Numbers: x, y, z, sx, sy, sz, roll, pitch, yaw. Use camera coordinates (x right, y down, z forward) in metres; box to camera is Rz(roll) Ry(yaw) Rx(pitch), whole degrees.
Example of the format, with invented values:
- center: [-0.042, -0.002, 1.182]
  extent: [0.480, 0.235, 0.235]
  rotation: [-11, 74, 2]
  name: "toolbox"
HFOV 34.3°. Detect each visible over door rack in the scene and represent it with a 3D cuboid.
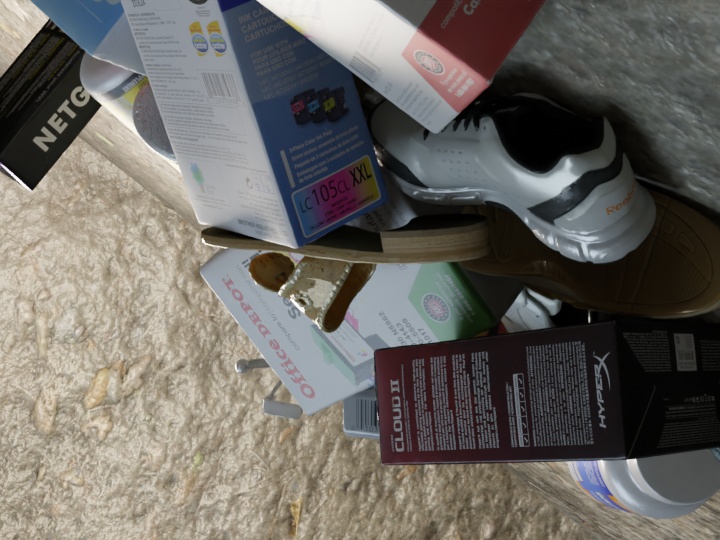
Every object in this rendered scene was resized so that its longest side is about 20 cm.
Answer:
- center: [-0.078, 0.028, 1.040]
  extent: [0.065, 0.150, 0.200]
  rotation: [3, -169, -4]
  name: "over door rack"

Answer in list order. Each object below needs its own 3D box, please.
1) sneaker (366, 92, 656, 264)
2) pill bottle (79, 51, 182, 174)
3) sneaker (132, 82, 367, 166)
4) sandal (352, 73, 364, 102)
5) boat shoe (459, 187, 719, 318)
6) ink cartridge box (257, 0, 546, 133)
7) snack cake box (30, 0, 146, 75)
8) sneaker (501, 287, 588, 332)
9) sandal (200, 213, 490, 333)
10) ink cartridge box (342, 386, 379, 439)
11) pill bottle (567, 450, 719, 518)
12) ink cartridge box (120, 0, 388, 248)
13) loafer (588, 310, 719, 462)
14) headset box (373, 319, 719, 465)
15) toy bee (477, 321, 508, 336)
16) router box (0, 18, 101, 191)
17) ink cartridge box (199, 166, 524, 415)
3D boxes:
- center: [0.076, -0.075, 0.661]
  extent: [0.199, 0.074, 0.080]
  rotation: [23, 154, 41]
  name: "sneaker"
- center: [-0.133, -0.139, 0.995]
  extent: [0.200, 0.113, 0.112]
  rotation: [41, 171, -34]
  name: "pill bottle"
- center: [-0.077, -0.105, 0.922]
  extent: [0.197, 0.077, 0.105]
  rotation: [14, -173, 3]
  name: "sneaker"
- center: [-0.079, -0.167, 0.812]
  extent: [0.200, 0.054, 0.080]
  rotation: [41, 171, -26]
  name: "sandal"
- center: [0.147, -0.012, 0.700]
  extent: [0.069, 0.075, 0.199]
  rotation: [15, -179, -41]
  name: "boat shoe"
- center: [-0.015, -0.158, 0.538]
  extent: [0.199, 0.068, 0.116]
  rotation: [36, 172, -4]
  name: "ink cartridge box"
- center: [-0.220, -0.232, 0.844]
  extent: [0.200, 0.067, 0.115]
  rotation: [42, -173, 8]
  name: "snack cake box"
- center: [0.117, -0.002, 0.890]
  extent: [0.198, 0.079, 0.099]
  rotation: [30, 168, -22]
  name: "sneaker"
- center: [-0.015, 0.006, 0.739]
  extent: [0.209, 0.071, 0.077]
  rotation: [0, -168, 31]
  name: "sandal"
- center: [0.104, 0.089, 0.960]
  extent: [0.196, 0.041, 0.200]
  rotation: [3, -164, 15]
  name: "ink cartridge box"
- center: [0.255, 0.160, 1.032]
  extent: [0.111, 0.113, 0.200]
  rotation: [36, 173, 3]
  name: "pill bottle"
- center: [-0.072, -0.126, 0.706]
  extent: [0.136, 0.076, 0.202]
  rotation: [15, 129, 54]
  name: "ink cartridge box"
- center: [0.242, 0.074, 0.797]
  extent: [0.200, 0.072, 0.063]
  rotation: [41, 150, -16]
  name: "loafer"
- center: [0.114, 0.078, 0.720]
  extent: [0.198, 0.076, 0.147]
  rotation: [-10, 170, 43]
  name: "headset box"
- center: [0.076, 0.027, 1.068]
  extent: [0.199, 0.109, 0.131]
  rotation: [34, 174, 16]
  name: "toy bee"
- center: [-0.297, -0.183, 1.136]
  extent: [0.051, 0.201, 0.149]
  rotation: [43, 169, -36]
  name: "router box"
- center: [0.000, 0.000, 0.843]
  extent: [0.199, 0.084, 0.146]
  rotation: [-30, 100, 40]
  name: "ink cartridge box"
